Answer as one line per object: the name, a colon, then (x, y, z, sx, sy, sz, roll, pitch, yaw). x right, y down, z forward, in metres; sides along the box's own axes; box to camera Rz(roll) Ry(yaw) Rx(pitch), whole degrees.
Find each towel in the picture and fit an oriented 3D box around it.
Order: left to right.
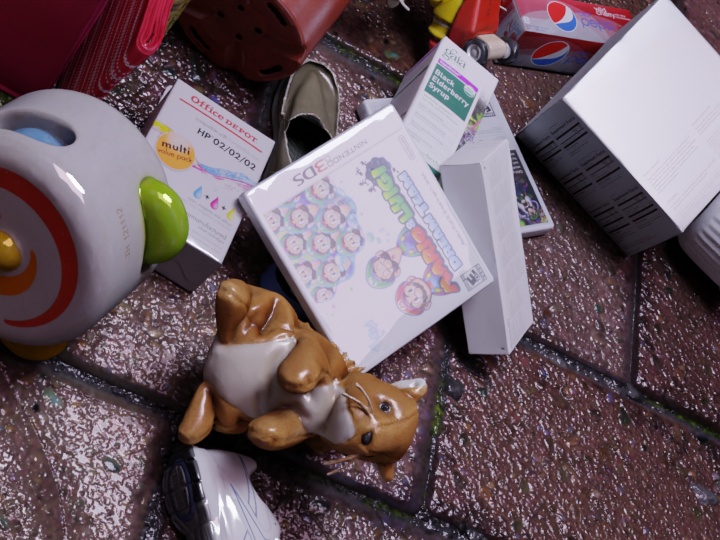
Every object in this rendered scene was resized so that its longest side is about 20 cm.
towel: (-0.221, -0.197, 1.192, 0.022, 0.199, 0.146, 30, 50, -25)

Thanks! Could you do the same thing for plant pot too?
plant pot: (-0.085, -0.313, 1.371, 0.200, 0.201, 0.196, 36, 58, -12)

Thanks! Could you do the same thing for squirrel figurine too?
squirrel figurine: (-0.034, 0.102, 1.156, 0.185, 0.200, 0.143, 18, 93, 10)

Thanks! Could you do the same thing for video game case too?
video game case: (0.009, -0.029, 1.265, 0.181, 0.024, 0.201, -33, 95, -23)
video game case: (0.107, -0.113, 1.487, 0.199, 0.023, 0.183, -9, 69, -39)

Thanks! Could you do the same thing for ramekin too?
ramekin: (0.469, -0.075, 1.602, 0.105, 0.201, 0.200, 38, 48, 2)

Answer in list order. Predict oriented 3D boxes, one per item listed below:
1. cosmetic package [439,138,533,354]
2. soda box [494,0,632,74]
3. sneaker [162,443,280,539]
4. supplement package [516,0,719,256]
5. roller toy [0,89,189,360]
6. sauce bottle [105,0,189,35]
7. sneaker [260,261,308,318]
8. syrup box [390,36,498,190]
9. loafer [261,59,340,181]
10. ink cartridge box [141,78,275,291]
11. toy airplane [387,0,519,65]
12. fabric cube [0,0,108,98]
cosmetic package: (0.128, -0.023, 1.353, 0.083, 0.050, 0.202, -43, 127, -58)
soda box: (0.252, -0.290, 1.657, 0.198, 0.070, 0.064, 1, 61, -34)
sneaker: (-0.100, 0.236, 1.111, 0.086, 0.074, 0.202, 3, 63, -38)
supplement package: (0.329, -0.163, 1.548, 0.200, 0.147, 0.191, 47, 72, -3)
roller toy: (-0.257, -0.039, 1.075, 0.183, 0.199, 0.140, 50, 33, -7)
sauce bottle: (-0.189, -0.267, 1.254, 0.064, 0.200, 0.065, 15, 59, -26)
sneaker: (0.000, 0.000, 1.310, 0.198, 0.078, 0.071, -4, 66, -36)
syrup box: (0.069, -0.146, 1.410, 0.078, 0.081, 0.201, 37, 50, -13)
loafer: (-0.050, -0.140, 1.362, 0.075, 0.070, 0.202, 22, 54, -22)
ink cartridge box: (-0.158, -0.096, 1.263, 0.115, 0.068, 0.201, 32, 51, -16)
toy airplane: (0.111, -0.333, 1.496, 0.200, 0.140, 0.200, -57, 140, -19)
fabric cube: (-0.308, -0.309, 1.198, 0.199, 0.199, 0.198, 28, 51, -18)
